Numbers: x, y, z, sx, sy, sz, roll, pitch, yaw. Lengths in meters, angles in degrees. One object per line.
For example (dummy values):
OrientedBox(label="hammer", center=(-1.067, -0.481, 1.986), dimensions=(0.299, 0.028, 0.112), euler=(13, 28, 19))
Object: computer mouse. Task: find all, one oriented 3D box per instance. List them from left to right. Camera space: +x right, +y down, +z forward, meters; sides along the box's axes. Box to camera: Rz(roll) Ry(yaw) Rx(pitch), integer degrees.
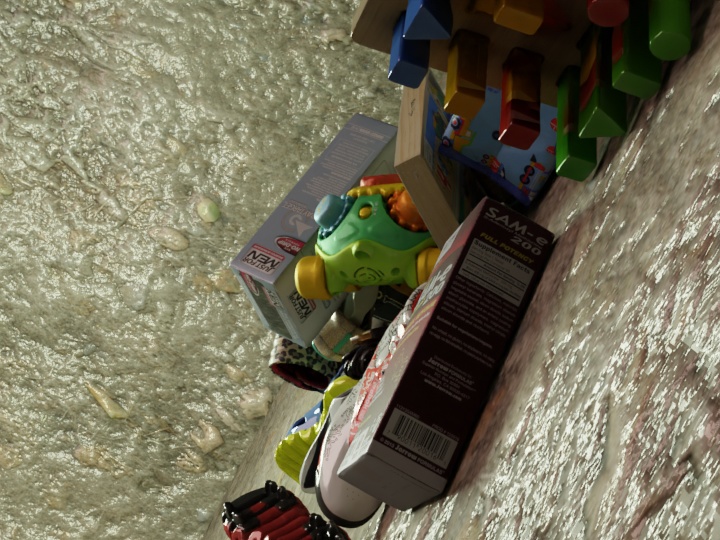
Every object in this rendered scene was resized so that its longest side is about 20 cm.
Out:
OrientedBox(label="computer mouse", center=(0.005, 0.131, 1.221), dimensions=(0.109, 0.044, 0.202), euler=(-16, -43, -46))

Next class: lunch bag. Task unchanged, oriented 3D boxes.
OrientedBox(label="lunch bag", center=(0.161, -0.175, 1.129), dimensions=(0.200, 0.093, 0.151), euler=(-53, -8, -50))

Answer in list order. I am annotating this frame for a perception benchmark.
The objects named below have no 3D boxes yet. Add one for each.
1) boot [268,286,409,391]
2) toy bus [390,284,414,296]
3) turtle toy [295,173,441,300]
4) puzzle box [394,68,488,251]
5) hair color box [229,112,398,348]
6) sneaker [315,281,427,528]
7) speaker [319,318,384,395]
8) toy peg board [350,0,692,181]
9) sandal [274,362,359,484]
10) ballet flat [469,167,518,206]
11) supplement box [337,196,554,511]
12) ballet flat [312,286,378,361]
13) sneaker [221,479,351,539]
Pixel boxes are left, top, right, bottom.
OrientedBox(label="boot", center=(-0.020, 0.059, 1.439), dimensions=(0.073, 0.203, 0.156), euler=(-16, 57, 37))
OrientedBox(label="toy bus", center=(0.069, -0.026, 1.403), dimensions=(0.079, 0.064, 0.200), euler=(-62, 4, 19))
OrientedBox(label="turtle toy", center=(0.029, -0.034, 1.213), dimensions=(0.200, 0.144, 0.103), euler=(-16, -78, -72))
OrientedBox(label="puzzle box", center=(0.074, -0.079, 1.164), dimensions=(0.025, 0.134, 0.201), euler=(-23, 25, 16))
OrientedBox(label="hair color box", center=(-0.027, -0.039, 1.294), dimensions=(0.201, 0.060, 0.100), euler=(-52, -37, -22))
OrientedBox(label="sneaker", center=(0.027, 0.098, 1.082), dimensions=(0.203, 0.067, 0.108), euler=(-62, 0, -26))
OrientedBox(label="speaker", center=(-0.010, 0.064, 1.759), dimensions=(0.202, 0.080, 0.081), euler=(-64, 4, -14))
OrientedBox(label="toy peg board", center=(0.112, -0.160, 0.892), dimensions=(0.201, 0.196, 0.099), euler=(122, 159, -53))
OrientedBox(label="sandal", center=(-0.017, 0.148, 1.359), dimensions=(0.200, 0.079, 0.087), euler=(-49, 6, 43))
OrientedBox(label="ballet flat", center=(0.122, -0.119, 1.239), dimensions=(0.068, 0.072, 0.200), euler=(-47, 9, 24))
OrientedBox(label="supplement box", center=(0.059, 0.060, 0.965), dimensions=(0.202, 0.060, 0.109), euler=(-63, 3, -20))
OrientedBox(label="ballet flat", center=(0.000, 0.000, 1.362), dimensions=(0.067, 0.067, 0.202), euler=(-44, 29, 44))
OrientedBox(label="sneaker", center=(-0.045, 0.237, 1.069), dimensions=(0.070, 0.099, 0.200), euler=(-23, 17, -19))
